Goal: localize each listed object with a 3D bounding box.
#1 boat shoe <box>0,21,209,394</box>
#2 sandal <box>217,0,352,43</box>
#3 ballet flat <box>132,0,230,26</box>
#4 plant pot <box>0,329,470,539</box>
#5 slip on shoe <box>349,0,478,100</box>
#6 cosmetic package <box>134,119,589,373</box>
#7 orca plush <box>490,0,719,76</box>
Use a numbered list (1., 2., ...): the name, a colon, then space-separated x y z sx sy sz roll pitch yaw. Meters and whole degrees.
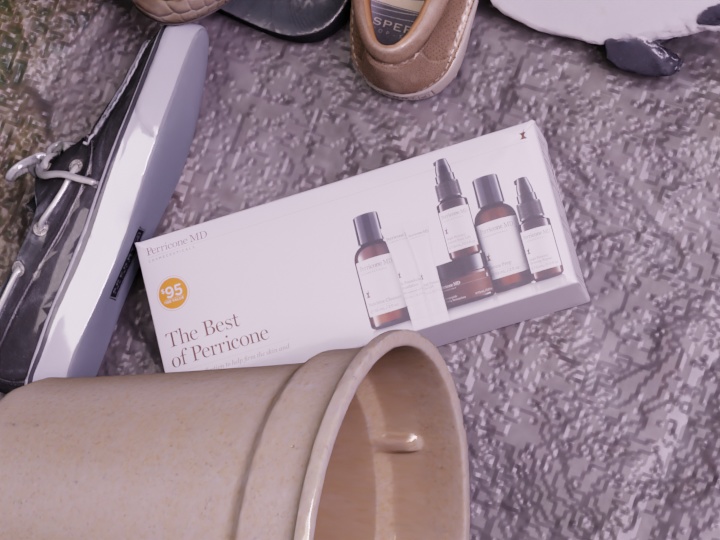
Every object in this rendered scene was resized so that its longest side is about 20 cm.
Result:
1. boat shoe: -0.133 -0.033 1.112 0.068 0.074 0.200 20 88 9
2. sandal: -0.096 -0.168 1.145 0.199 0.048 0.076 14 81 16
3. ballet flat: -0.048 -0.206 1.108 0.067 0.046 0.200 35 81 10
4. plant pot: -0.069 0.120 1.012 0.182 0.200 0.202 4 79 22
5. slip on shoe: 0.032 -0.185 1.111 0.076 0.061 0.201 11 81 15
6. cosmetic package: 0.000 0.000 1.086 0.199 0.051 0.083 -17 74 9
7. orca plush: 0.153 -0.159 1.061 0.199 0.071 0.105 -24 108 43
